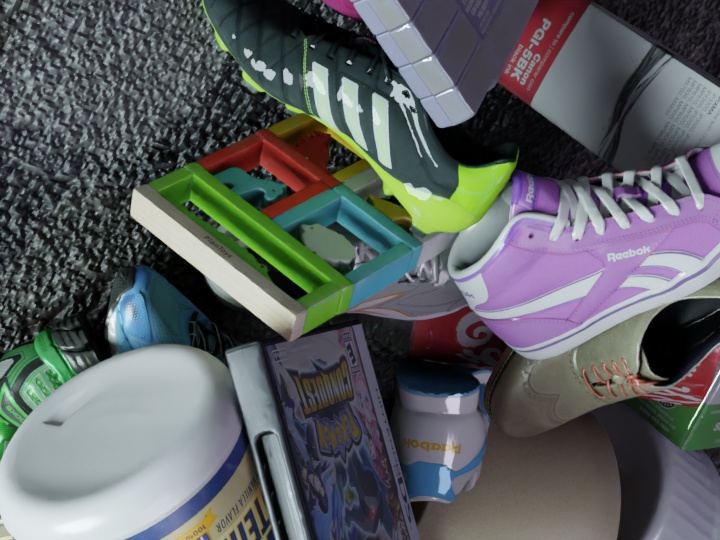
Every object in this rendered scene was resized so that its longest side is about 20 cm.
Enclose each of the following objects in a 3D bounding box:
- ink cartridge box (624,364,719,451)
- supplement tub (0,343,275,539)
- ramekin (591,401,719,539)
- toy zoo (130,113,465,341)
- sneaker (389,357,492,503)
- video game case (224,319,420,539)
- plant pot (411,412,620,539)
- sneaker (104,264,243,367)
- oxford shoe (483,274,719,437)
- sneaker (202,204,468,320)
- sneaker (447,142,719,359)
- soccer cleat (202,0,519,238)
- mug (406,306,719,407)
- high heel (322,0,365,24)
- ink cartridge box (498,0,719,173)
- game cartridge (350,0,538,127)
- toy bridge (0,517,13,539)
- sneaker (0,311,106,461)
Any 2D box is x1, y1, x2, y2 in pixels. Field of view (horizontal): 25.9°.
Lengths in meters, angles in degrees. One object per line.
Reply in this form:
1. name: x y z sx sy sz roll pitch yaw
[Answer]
1. ink cartridge box: 0.271 0.018 1.246 0.084 0.146 0.202 3 121 -46
2. supplement tub: -0.097 0.159 0.866 0.144 0.144 0.201 -34 122 -16
3. ramekin: 0.192 0.199 1.289 0.201 0.200 0.098 -48 134 1
4. toy zoo: -0.017 -0.040 0.911 0.199 0.131 0.021 -30 147 -42
5. sneaker: 0.054 0.105 1.073 0.200 0.075 0.082 -15 110 -79
6. video game case: -0.011 0.123 0.889 0.025 0.183 0.200 -16 177 15
7. plant pot: 0.081 0.180 1.187 0.133 0.201 0.202 19 110 -28
8. sneaker: -0.076 0.058 0.958 0.089 0.079 0.200 -24 130 26
9. oxford shoe: 0.153 0.048 0.948 0.070 0.075 0.200 39 118 -20
10. sneaker: 0.000 0.000 0.940 0.197 0.092 0.077 -6 96 1
11. sneaker: 0.142 -0.031 0.888 0.200 0.073 0.114 -35 128 15
12. soccer cleat: 0.002 -0.105 0.866 0.081 0.200 0.068 -47 -175 35
13. mug: 0.144 0.004 1.063 0.178 0.197 0.135 -71 172 -56
14. high heel: 0.043 -0.157 0.913 0.199 0.096 0.068 1 106 -44
15. ink cartridge box: 0.204 -0.098 1.039 0.146 0.200 0.083 18 110 -49
16. game cartridge: 0.051 -0.183 0.840 0.130 0.038 0.201 56 42 -28
17. toy bridge: -0.167 0.171 0.962 0.197 0.027 0.068 4 143 -9
18. sneaker: -0.180 0.110 0.964 0.084 0.078 0.201 -21 135 -8
